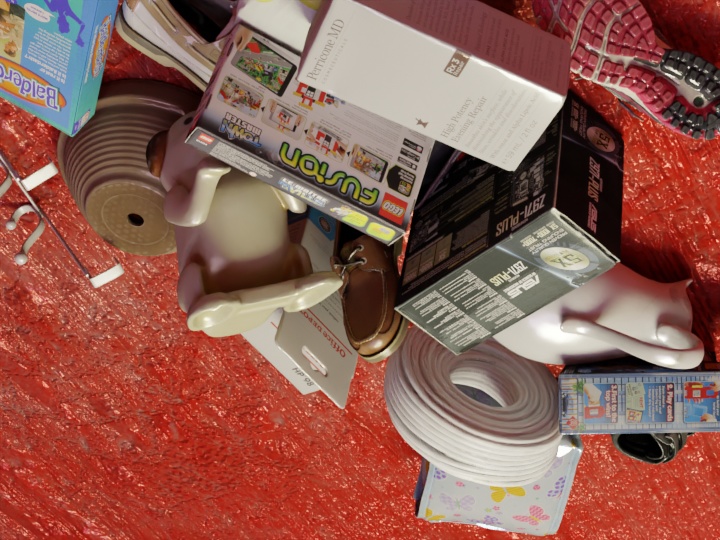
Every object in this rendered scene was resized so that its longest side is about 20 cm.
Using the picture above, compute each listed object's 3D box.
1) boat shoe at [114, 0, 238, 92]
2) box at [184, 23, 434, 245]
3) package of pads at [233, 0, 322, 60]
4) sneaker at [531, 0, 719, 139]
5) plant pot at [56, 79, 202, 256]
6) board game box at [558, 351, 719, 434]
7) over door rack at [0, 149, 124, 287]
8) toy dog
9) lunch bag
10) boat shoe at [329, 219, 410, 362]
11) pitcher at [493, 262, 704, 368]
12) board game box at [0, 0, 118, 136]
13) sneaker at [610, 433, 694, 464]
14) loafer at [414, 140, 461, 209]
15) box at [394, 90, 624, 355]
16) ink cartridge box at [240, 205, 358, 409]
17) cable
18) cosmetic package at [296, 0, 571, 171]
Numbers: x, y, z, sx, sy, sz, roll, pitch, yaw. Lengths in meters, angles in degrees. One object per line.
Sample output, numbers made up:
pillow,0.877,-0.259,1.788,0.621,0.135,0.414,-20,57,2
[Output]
boat shoe,-0.118,-0.198,1.171,0.200,0.075,0.068,24,141,-11
box,-0.039,-0.115,1.127,0.200,0.110,0.035,27,153,-16
package of pads,0.000,-0.247,1.097,0.154,0.068,0.200,28,134,-16
sneaker,0.222,-0.177,1.119,0.200,0.075,0.081,38,92,-10
plant pot,-0.210,-0.082,1.303,0.200,0.093,0.201,7,136,7
board game box,0.306,0.120,1.324,0.199,0.200,0.062,0,94,14
over door rack,-0.335,-0.066,1.301,0.200,0.067,0.148,29,155,44
toy dog,-0.115,-0.052,1.196,0.139,0.201,0.194,-13,169,-14
lunch bag,0.152,0.216,1.507,0.169,0.127,0.200,8,128,2
boat shoe,0.000,0.000,1.258,0.072,0.200,0.068,-30,127,21
pitcher,0.225,0.043,1.278,0.199,0.172,0.122,10,104,1
board game box,-0.295,-0.234,1.175,0.152,0.045,0.200,29,136,2
sneaker,0.357,0.163,1.420,0.199,0.099,0.071,1,134,11
loafer,0.079,-0.133,1.201,0.072,0.063,0.200,19,137,-7
box,0.137,-0.043,1.209,0.086,0.164,0.200,36,131,-23
ink cartridge box,-0.055,0.037,1.310,0.067,0.200,0.116,-20,128,32
cable,0.121,0.131,1.370,0.199,0.200,0.069,23,124,-2
cosmetic package,0.059,-0.168,1.064,0.199,0.074,0.102,20,139,-10
